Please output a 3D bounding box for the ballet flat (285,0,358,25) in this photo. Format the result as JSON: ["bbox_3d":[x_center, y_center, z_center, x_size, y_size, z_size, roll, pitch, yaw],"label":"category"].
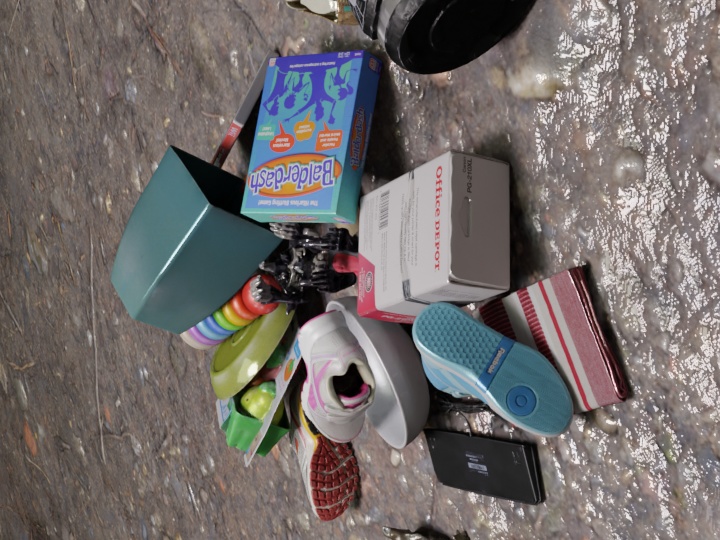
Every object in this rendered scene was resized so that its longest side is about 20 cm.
[{"bbox_3d":[-0.055,-0.342,1.529,0.199,0.064,0.072,26,124,51],"label":"ballet flat"}]

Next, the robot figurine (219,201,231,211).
[{"bbox_3d":[-0.198,-0.045,1.812,0.200,0.114,0.178,-47,40,40],"label":"robot figurine"}]

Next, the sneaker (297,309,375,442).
[{"bbox_3d":[-0.025,0.148,1.520,0.088,0.080,0.202,51,159,42],"label":"sneaker"}]

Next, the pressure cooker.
[{"bbox_3d":[0.061,-0.321,1.257,0.175,0.178,0.202,-39,66,23],"label":"pressure cooker"}]

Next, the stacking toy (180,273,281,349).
[{"bbox_3d":[-0.173,0.048,1.725,0.199,0.085,0.087,-22,84,48],"label":"stacking toy"}]

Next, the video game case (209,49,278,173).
[{"bbox_3d":[-0.175,-0.197,1.734,0.017,0.144,0.200,27,144,-8],"label":"video game case"}]

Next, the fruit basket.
[{"bbox_3d":[-0.136,0.147,1.765,0.186,0.092,0.203,-114,41,-64],"label":"fruit basket"}]

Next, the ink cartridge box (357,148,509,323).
[{"bbox_3d":[0.079,-0.032,1.387,0.199,0.083,0.147,-23,62,58],"label":"ink cartridge box"}]

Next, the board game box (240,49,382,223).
[{"bbox_3d":[-0.060,-0.160,1.510,0.150,0.045,0.204,2,78,36],"label":"board game box"}]

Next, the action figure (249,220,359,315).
[{"bbox_3d":[-0.082,-0.011,1.567,0.199,0.101,0.121,-10,67,60],"label":"action figure"}]

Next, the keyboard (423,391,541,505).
[{"bbox_3d":[0.139,0.207,1.489,0.199,0.020,0.129,-1,107,57],"label":"keyboard"}]

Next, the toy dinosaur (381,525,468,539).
[{"bbox_3d":[0.107,0.391,1.583,0.201,0.076,0.103,57,156,19],"label":"toy dinosaur"}]

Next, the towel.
[{"bbox_3d":[0.199,0.087,1.345,0.199,0.022,0.146,-28,80,59],"label":"towel"}]

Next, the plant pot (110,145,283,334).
[{"bbox_3d":[-0.231,-0.027,1.654,0.201,0.140,0.142,-52,47,15],"label":"plant pot"}]

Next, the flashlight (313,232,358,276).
[{"bbox_3d":[0.000,0.000,1.582,0.199,0.067,0.069,10,120,55],"label":"flashlight"}]

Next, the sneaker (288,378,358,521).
[{"bbox_3d":[-0.057,0.253,1.778,0.082,0.077,0.204,-20,76,62],"label":"sneaker"}]

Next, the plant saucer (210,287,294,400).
[{"bbox_3d":[-0.156,0.089,1.767,0.031,0.202,0.199,34,153,-17],"label":"plant saucer"}]

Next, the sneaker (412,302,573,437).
[{"bbox_3d":[0.146,0.119,1.371,0.199,0.080,0.131,38,167,16],"label":"sneaker"}]

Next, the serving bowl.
[{"bbox_3d":[0.032,0.117,1.557,0.201,0.065,0.201,56,161,30],"label":"serving bowl"}]

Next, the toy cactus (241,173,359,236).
[{"bbox_3d":[-0.055,-0.115,1.606,0.165,0.102,0.200,48,118,-1],"label":"toy cactus"}]
